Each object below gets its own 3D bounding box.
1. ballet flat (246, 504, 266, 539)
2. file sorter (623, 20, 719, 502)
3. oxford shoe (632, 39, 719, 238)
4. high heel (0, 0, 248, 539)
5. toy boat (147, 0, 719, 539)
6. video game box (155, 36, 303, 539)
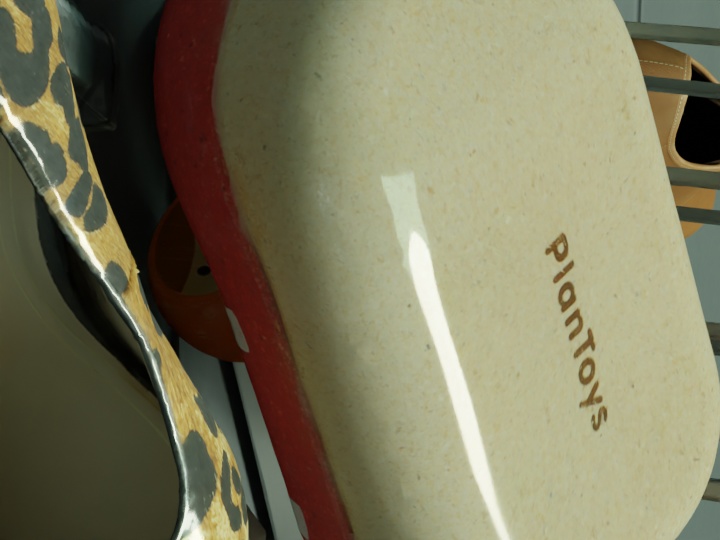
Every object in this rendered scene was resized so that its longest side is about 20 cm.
[{"bbox_3d":[-0.044,0.113,0.700,0.076,0.064,0.200,-14,107,-69],"label":"ballet flat"},{"bbox_3d":[0.094,-0.001,0.837,0.139,0.124,0.200,60,40,-61],"label":"file sorter"},{"bbox_3d":[0.126,-0.046,1.132,0.200,0.071,0.071,32,63,-70],"label":"oxford shoe"},{"bbox_3d":[-0.076,0.022,0.562,0.143,0.071,0.200,40,41,-74],"label":"high heel"},{"bbox_3d":[0.000,0.000,0.687,0.131,0.131,0.200,-41,125,-39],"label":"toy boat"},{"bbox_3d":[0.007,-0.039,0.836,0.182,0.047,0.200,-67,154,-46],"label":"video game box"}]
